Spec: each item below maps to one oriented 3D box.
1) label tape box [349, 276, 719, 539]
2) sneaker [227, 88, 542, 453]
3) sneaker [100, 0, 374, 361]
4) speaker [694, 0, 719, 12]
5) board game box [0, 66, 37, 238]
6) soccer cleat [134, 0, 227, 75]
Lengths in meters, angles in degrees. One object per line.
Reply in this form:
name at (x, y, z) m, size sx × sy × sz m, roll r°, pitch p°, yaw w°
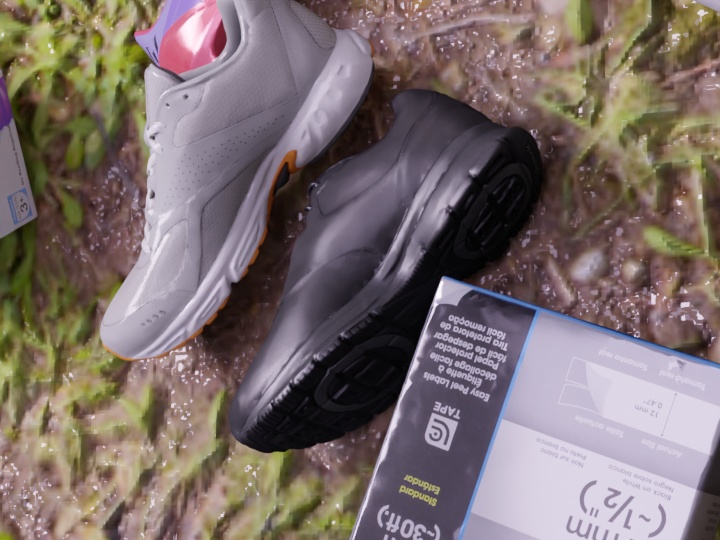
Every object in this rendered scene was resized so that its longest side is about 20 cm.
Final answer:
label tape box at (0.075, 0.120, 0.672) m, size 0.143 × 0.066 × 0.201 m, roll 18°, pitch 85°, yaw 25°
sneaker at (0.000, 0.000, 0.733) m, size 0.200 × 0.076 × 0.091 m, roll -50°, pitch 56°, yaw -1°
sneaker at (-0.083, -0.052, 0.748) m, size 0.201 × 0.092 × 0.076 m, roll -57°, pitch 23°, yaw 1°
speaker at (0.150, -0.168, 0.690) m, size 0.199 × 0.081 × 0.082 m, roll 30°, pitch 92°, yaw 25°
board game box at (-0.297, -0.055, 0.827) m, size 0.199 × 0.103 × 0.106 m, roll -3°, pitch 108°, yaw 23°
soccer cleat at (-0.048, -0.185, 0.789) m, size 0.076 × 0.067 × 0.201 m, roll 32°, pitch 95°, yaw 30°
